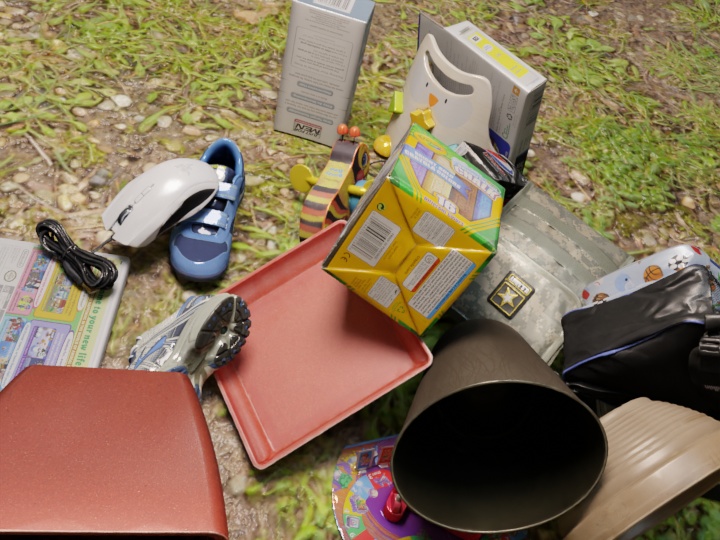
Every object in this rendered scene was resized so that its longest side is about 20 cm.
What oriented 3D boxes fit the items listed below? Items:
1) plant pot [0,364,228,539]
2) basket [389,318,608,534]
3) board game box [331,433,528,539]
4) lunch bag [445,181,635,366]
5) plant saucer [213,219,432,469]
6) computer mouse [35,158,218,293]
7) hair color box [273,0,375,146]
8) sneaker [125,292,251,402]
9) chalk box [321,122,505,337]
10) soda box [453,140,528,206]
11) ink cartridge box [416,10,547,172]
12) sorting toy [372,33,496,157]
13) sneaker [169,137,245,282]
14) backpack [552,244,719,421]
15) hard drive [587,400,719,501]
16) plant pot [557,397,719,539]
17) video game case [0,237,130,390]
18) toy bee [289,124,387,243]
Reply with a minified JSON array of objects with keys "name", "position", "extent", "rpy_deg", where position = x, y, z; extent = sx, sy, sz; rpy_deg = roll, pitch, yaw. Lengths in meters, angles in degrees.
[{"name":"plant pot","position":[-0.206,0.185,0.606],"extent":[0.198,0.201,0.177],"rpy_deg":[5,38,-11]},{"name":"basket","position":[0.119,0.130,0.735],"extent":[0.178,0.137,0.200],"rpy_deg":[-12,13,7]},{"name":"board game box","position":[0.074,0.215,0.750],"extent":[0.198,0.039,0.159],"rpy_deg":[-8,51,-22]},{"name":"lunch bag","position":[0.194,0.016,0.919],"extent":[0.164,0.118,0.200],"rpy_deg":[40,56,16]},{"name":"plant saucer","position":[-0.053,0.073,0.799],"extent":[0.199,0.037,0.201],"rpy_deg":[-31,57,-2]},{"name":"computer mouse","position":[-0.245,-0.067,0.852],"extent":[0.200,0.044,0.110],"rpy_deg":[-41,66,-19]},{"name":"hair color box","position":[-0.052,-0.271,1.051],"extent":[0.098,0.201,0.061],"rpy_deg":[17,45,0]},{"name":"sneaker","position":[-0.193,0.102,0.765],"extent":[0.085,0.077,0.200],"rpy_deg":[13,52,41]},{"name":"chalk box","position":[0.062,-0.053,0.796],"extent":[0.123,0.125,0.200],"rpy_deg":[34,31,-5]},{"name":"soda box","position":[0.151,-0.104,0.956],"extent":[0.063,0.071,0.200],"rpy_deg":[50,20,14]},{"name":"ink cartridge box","position":[0.157,-0.237,1.081],"extent":[0.047,0.198,0.200],"rpy_deg":[-33,63,-18]},{"name":"sorting toy","position":[0.107,-0.213,1.057],"extent":[0.106,0.181,0.200],"rpy_deg":[-25,58,-33]},{"name":"sneaker","position":[-0.178,-0.074,0.918],"extent":[0.073,0.083,0.201],"rpy_deg":[10,48,-8]},{"name":"backpack","position":[0.318,0.081,0.791],"extent":[0.190,0.199,0.155],"rpy_deg":[36,51,-25]},{"name":"hard drive","position":[0.348,0.175,0.869],"extent":[0.198,0.038,0.140],"rpy_deg":[16,46,-3]},{"name":"plant pot","position":[0.249,0.183,0.715],"extent":[0.199,0.202,0.093],"rpy_deg":[-17,57,-28]},{"name":"video game case","position":[-0.347,0.050,0.797],"extent":[0.180,0.022,0.201],"rpy_deg":[9,46,-8]},{"name":"toy bee","position":[-0.027,-0.122,0.983],"extent":[0.129,0.109,0.201],"rpy_deg":[-2,42,8]}]
